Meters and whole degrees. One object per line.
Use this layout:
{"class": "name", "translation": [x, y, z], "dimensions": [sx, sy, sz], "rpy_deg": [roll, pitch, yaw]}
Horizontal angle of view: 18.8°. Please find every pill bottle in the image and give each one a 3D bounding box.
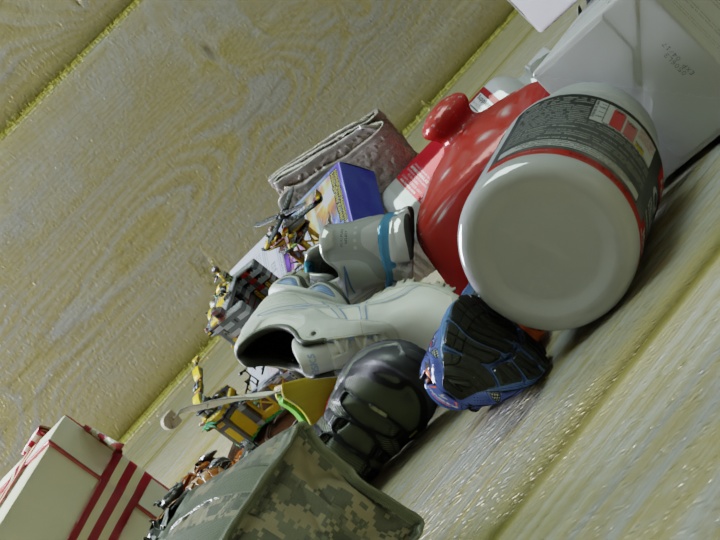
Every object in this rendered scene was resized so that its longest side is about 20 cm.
{"class": "pill bottle", "translation": [0.122, -0.096, 1.910], "dimensions": [0.200, 0.112, 0.112], "rpy_deg": [-46, 5, 3]}
{"class": "pill bottle", "translation": [0.137, -0.050, 1.418], "dimensions": [0.116, 0.116, 0.200], "rpy_deg": [-44, 6, 26]}

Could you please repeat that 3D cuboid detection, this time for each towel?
{"class": "towel", "translation": [0.018, -0.053, 1.993], "dimensions": [0.132, 0.200, 0.035], "rpy_deg": [-32, 41, 18]}

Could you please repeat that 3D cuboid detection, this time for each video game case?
{"class": "video game case", "translation": [-0.035, 0.038, 1.903], "dimensions": [0.181, 0.045, 0.201], "rpy_deg": [-43, 47, 39]}

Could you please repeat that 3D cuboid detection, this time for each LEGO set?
{"class": "LEGO set", "translation": [-0.092, 0.032, 1.782], "dimensions": [0.153, 0.116, 0.201], "rpy_deg": [-32, 29, 42]}

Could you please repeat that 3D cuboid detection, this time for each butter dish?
{"class": "butter dish", "translation": [0.109, -0.072, 1.639], "dimensions": [0.199, 0.148, 0.200], "rpy_deg": [-43, 6, 25]}

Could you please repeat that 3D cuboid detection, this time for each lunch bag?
{"class": "lunch bag", "translation": [-0.080, 0.206, 1.238], "dimensions": [0.200, 0.117, 0.164], "rpy_deg": [-56, 9, -29]}

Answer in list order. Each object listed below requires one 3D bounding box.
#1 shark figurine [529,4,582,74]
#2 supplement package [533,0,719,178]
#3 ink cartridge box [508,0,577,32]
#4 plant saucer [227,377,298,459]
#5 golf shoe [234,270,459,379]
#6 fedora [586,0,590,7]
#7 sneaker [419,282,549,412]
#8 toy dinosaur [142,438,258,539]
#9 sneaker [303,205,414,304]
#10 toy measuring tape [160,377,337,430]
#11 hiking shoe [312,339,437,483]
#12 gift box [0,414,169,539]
{"class": "shark figurine", "translation": [0.189, -0.181, 1.817], "dimensions": [0.089, 0.129, 0.215], "rpy_deg": [-14, 26, 30]}
{"class": "supplement package", "translation": [0.233, -0.175, 1.558], "dimensions": [0.120, 0.121, 0.200], "rpy_deg": [-41, 6, 42]}
{"class": "ink cartridge box", "translation": [0.191, -0.286, 1.616], "dimensions": [0.200, 0.085, 0.145], "rpy_deg": [-44, 1, -20]}
{"class": "plant saucer", "translation": [-0.049, 0.126, 1.754], "dimensions": [0.200, 0.034, 0.201], "rpy_deg": [-44, 22, 22]}
{"class": "golf shoe", "translation": [-0.001, 0.056, 1.581], "dimensions": [0.199, 0.079, 0.097], "rpy_deg": [2, 28, 35]}
{"class": "fedora", "translation": [0.255, -0.219, 1.746], "dimensions": [0.091, 0.202, 0.201], "rpy_deg": [-3, 30, 30]}
{"class": "sneaker", "translation": [0.074, 0.061, 1.405], "dimensions": [0.079, 0.075, 0.200], "rpy_deg": [-54, -5, 12]}
{"class": "toy dinosaur", "translation": [-0.109, 0.179, 1.523], "dimensions": [0.136, 0.102, 0.200], "rpy_deg": [-58, -8, -3]}
{"class": "sneaker", "translation": [0.000, 0.000, 1.694], "dimensions": [0.200, 0.086, 0.075], "rpy_deg": [85, -175, -68]}
{"class": "toy measuring tape", "translation": [-0.047, 0.117, 1.630], "dimensions": [0.199, 0.074, 0.074], "rpy_deg": [-12, -1, -11]}
{"class": "hiking shoe", "translation": [-0.008, 0.133, 1.534], "dimensions": [0.200, 0.075, 0.101], "rpy_deg": [-52, 12, 39]}
{"class": "gift box", "translation": [-0.246, 0.251, 1.925], "dimensions": [0.200, 0.184, 0.187], "rpy_deg": [-35, 21, 48]}
